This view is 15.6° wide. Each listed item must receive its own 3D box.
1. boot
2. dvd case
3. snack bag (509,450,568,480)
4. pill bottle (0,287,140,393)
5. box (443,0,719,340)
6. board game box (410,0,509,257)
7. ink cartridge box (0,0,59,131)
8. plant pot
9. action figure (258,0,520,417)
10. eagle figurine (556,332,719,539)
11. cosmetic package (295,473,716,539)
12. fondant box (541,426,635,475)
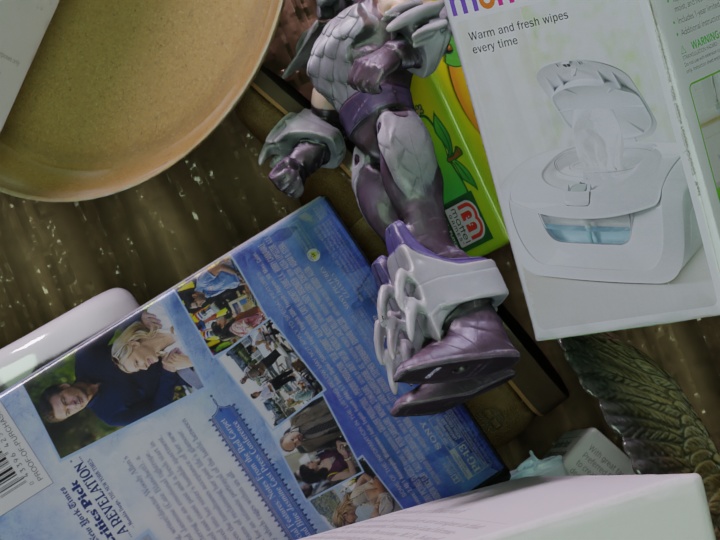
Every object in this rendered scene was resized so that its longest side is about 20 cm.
[{"bbox_3d":[0.000,0.000,1.138,0.075,0.074,0.200,-38,93,9],"label":"boot"},{"bbox_3d":[-0.055,0.078,1.054,0.200,0.018,0.143,-32,86,-21],"label":"dvd case"},{"bbox_3d":[0.042,0.199,1.073,0.188,0.021,0.200,-25,86,-18],"label":"snack bag"},{"bbox_3d":[-0.099,0.119,1.111,0.114,0.114,0.200,-29,91,-1],"label":"pill bottle"},{"bbox_3d":[0.134,-0.088,1.041,0.097,0.200,0.177,-11,100,38],"label":"box"},{"bbox_3d":[0.042,-0.112,1.116,0.101,0.048,0.200,-24,87,-38],"label":"board game box"},{"bbox_3d":[-0.191,-0.160,1.096,0.146,0.086,0.200,24,91,28],"label":"ink cartridge box"},{"bbox_3d":[-0.113,-0.126,1.117,0.200,0.027,0.201,-4,80,25],"label":"plant pot"},{"bbox_3d":[0.010,-0.047,1.032,0.069,0.130,0.200,-11,72,-20],"label":"action figure"},{"bbox_3d":[0.154,0.094,1.051,0.151,0.152,0.201,-3,84,28],"label":"eagle figurine"},{"bbox_3d":[0.025,0.176,0.962,0.200,0.165,0.165,-13,90,-20],"label":"cosmetic package"},{"bbox_3d":[0.086,0.189,1.131,0.144,0.058,0.200,41,83,-2],"label":"fondant box"}]
